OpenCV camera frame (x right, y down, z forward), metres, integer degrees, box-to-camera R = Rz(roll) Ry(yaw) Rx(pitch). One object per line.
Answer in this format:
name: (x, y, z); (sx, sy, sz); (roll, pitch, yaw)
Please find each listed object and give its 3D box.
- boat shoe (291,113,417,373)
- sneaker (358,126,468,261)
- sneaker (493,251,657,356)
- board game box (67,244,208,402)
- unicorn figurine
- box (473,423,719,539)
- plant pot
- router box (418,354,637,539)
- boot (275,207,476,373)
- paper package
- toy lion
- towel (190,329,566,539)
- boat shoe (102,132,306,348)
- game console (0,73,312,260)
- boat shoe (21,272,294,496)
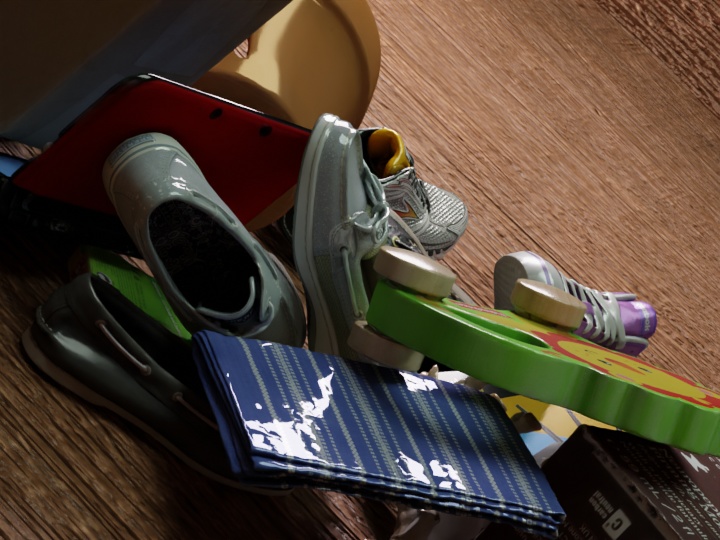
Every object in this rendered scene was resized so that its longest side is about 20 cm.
boat shoe: (0.000, 0.001, 1.481); (0.064, 0.203, 0.074); (0, 23, 12)
sneaker: (0.021, -0.060, 1.861); (0.200, 0.082, 0.078); (15, 36, -50)
sneaker: (0.152, 0.027, 1.716); (0.201, 0.114, 0.073); (85, -6, -75)
board game box: (-0.090, 0.058, 1.504); (0.199, 0.030, 0.096); (30, 21, -26)
unicorn figurine: (0.049, 0.130, 1.509); (0.074, 0.137, 0.200); (57, -8, -16)
box: (0.171, 0.211, 1.464); (0.166, 0.164, 0.200); (50, 19, 28)
plant pot: (-0.091, -0.119, 1.687); (0.200, 0.200, 0.140); (35, 34, -18)
router box: (0.132, 0.126, 1.639); (0.199, 0.051, 0.149); (-4, 39, -30)
boot: (0.019, 0.024, 1.748); (0.200, 0.073, 0.151); (45, 14, -13)
paper package: (-0.165, -0.197, 1.536); (0.103, 0.200, 0.191); (17, 40, -57)
toy lion: (0.121, 0.058, 1.430); (0.199, 0.069, 0.191); (14, 9, -44)
towel: (0.007, 0.092, 1.378); (0.199, 0.024, 0.145); (13, 24, -23)
boat shoe: (-0.085, 0.007, 1.423); (0.201, 0.070, 0.072); (56, 5, -43)
game console: (-0.150, -0.076, 1.475); (0.172, 0.119, 0.200); (30, 8, 35)
boat shoe: (-0.100, 0.067, 1.408); (0.200, 0.057, 0.067); (32, 20, -29)
